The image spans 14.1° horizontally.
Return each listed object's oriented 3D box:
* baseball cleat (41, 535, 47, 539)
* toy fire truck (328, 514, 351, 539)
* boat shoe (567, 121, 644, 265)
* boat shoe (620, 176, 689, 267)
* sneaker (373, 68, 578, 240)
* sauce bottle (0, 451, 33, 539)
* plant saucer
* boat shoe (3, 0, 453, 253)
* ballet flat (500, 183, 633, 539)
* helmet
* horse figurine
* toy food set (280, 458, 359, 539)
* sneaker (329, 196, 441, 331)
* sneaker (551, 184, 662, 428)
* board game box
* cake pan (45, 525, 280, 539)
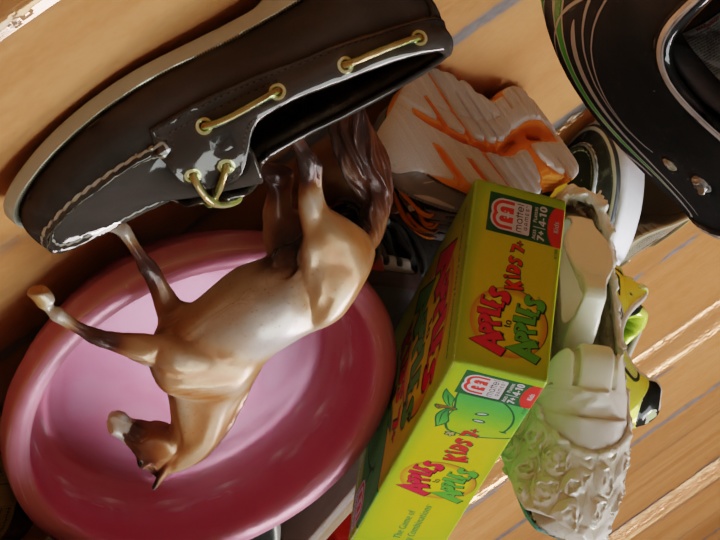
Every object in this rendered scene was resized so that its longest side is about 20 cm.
[{"bbox_3d":[-0.194,0.212,1.654,0.070,0.107,0.200,-4,-172,40],"label":"baseball cleat"},{"bbox_3d":[-0.086,0.220,1.907,0.199,0.129,0.176,-3,147,-41],"label":"toy fire truck"},{"bbox_3d":[0.094,-0.007,1.686,0.068,0.074,0.200,2,138,-34],"label":"boat shoe"},{"bbox_3d":[0.166,-0.049,1.722,0.200,0.072,0.065,-43,171,34],"label":"boat shoe"},{"bbox_3d":[0.047,-0.047,1.463,0.077,0.078,0.200,-35,166,18],"label":"sneaker"},{"bbox_3d":[-0.199,0.109,1.429,0.066,0.066,0.200,-40,166,17],"label":"sauce bottle"},{"bbox_3d":[-0.082,0.054,1.418,0.200,0.051,0.201,-15,134,-16],"label":"plant saucer"},{"bbox_3d":[-0.055,-0.064,1.228,0.201,0.061,0.072,-34,164,-4],"label":"boat shoe"},{"bbox_3d":[0.104,0.039,1.456,0.071,0.201,0.072,-1,142,0],"label":"ballet flat"},{"bbox_3d":[0.170,-0.130,1.268,0.199,0.191,0.200,-25,-161,9],"label":"helmet"},{"bbox_3d":[-0.054,0.001,1.317,0.200,0.133,0.050,-41,-152,2],"label":"horse figurine"},{"bbox_3d":[0.015,0.087,1.650,0.060,0.144,0.200,20,137,-18],"label":"toy food set"},{"bbox_3d":[0.000,0.000,1.509,0.200,0.077,0.082,-22,153,-42],"label":"sneaker"},{"bbox_3d":[0.113,0.014,1.569,0.076,0.201,0.076,-4,144,-3],"label":"sneaker"},{"bbox_3d":[0.045,0.053,1.429,0.047,0.102,0.200,14,147,-8],"label":"board game box"},{"bbox_3d":[-0.121,0.186,1.670,0.200,0.037,0.201,-26,123,-48],"label":"cake pan"}]
